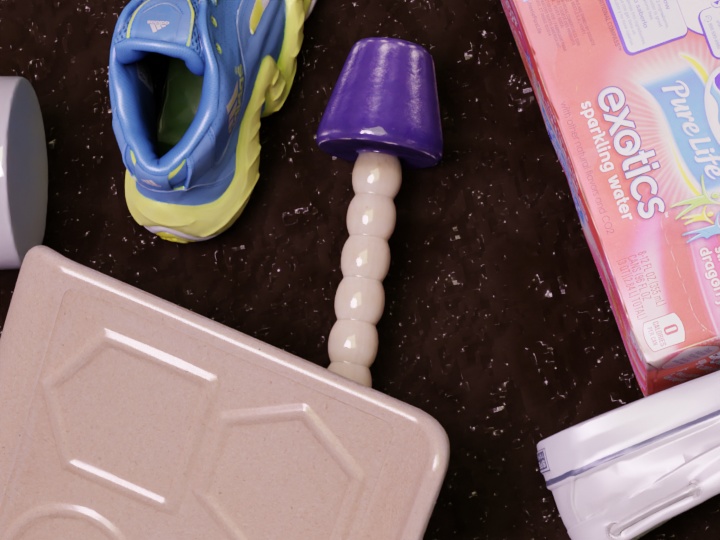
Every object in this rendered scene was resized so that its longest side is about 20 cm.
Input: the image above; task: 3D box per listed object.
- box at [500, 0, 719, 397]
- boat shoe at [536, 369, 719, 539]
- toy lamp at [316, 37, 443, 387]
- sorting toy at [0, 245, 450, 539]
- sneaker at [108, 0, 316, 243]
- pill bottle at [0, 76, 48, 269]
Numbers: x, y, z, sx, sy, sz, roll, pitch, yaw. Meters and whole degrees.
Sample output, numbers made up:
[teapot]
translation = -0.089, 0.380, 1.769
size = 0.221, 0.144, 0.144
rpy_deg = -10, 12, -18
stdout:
[box]
translation = 0.133, -0.061, 1.153
size = 0.102, 0.095, 0.201
rpy_deg = -20, 77, 2
[boat shoe]
translation = 0.176, 0.068, 1.141
size = 0.199, 0.074, 0.066
rpy_deg = -21, 82, 12
[toy lamp]
translation = 0.000, 0.000, 1.175
size = 0.058, 0.058, 0.201
rpy_deg = 7, 79, 8
[sorting toy]
translation = -0.074, 0.105, 1.140
size = 0.199, 0.036, 0.186
rpy_deg = 25, 113, 13
[sneaker]
translation = -0.061, -0.115, 1.180
size = 0.075, 0.105, 0.201
rpy_deg = 6, 80, 7
[pill bottle]
translation = -0.240, -0.040, 1.180
size = 0.199, 0.112, 0.113
rpy_deg = -1, 78, 5
